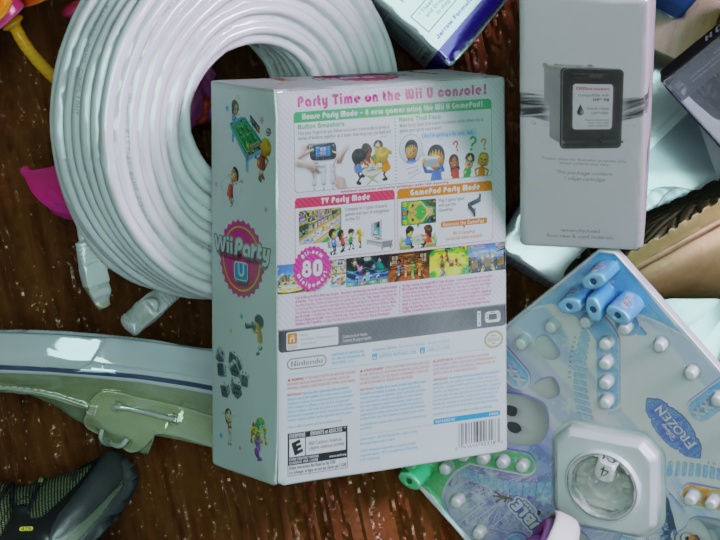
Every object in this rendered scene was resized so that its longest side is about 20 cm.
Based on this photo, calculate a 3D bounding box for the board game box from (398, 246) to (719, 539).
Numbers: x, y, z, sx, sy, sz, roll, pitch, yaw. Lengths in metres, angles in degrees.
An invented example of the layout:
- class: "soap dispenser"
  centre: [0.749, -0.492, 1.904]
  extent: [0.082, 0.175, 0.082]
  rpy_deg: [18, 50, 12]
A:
- class: "board game box"
  centre: [0.130, 0.116, 1.584]
  extent: [0.200, 0.026, 0.200]
  rpy_deg: [48, 125, -1]

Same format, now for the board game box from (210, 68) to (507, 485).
- class: "board game box"
  centre: [0.000, 0.000, 1.518]
  extent: [0.147, 0.064, 0.201]
  rpy_deg: [-5, 100, -35]

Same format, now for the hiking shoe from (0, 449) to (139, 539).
- class: "hiking shoe"
  centre: [-0.220, 0.138, 1.601]
  extent: [0.200, 0.076, 0.101]
  rpy_deg: [-29, 94, -2]

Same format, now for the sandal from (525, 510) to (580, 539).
- class: "sandal"
  centre: [0.046, 0.203, 1.597]
  extent: [0.050, 0.082, 0.203]
  rpy_deg: [36, 105, -3]

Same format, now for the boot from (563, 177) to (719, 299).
- class: "boot"
  centre: [0.226, 0.048, 1.592]
  extent: [0.175, 0.066, 0.200]
  rpy_deg: [-26, 99, -8]

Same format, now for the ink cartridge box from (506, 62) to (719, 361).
- class: "ink cartridge box"
  centre: [0.205, -0.045, 1.641]
  extent: [0.200, 0.041, 0.200]
  rpy_deg: [30, 88, -2]

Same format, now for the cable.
- class: "cable"
  centre: [-0.071, -0.083, 1.537]
  extent: [0.200, 0.069, 0.201]
  rpy_deg: [-31, 117, -28]

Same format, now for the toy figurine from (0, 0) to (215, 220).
- class: "toy figurine"
  centre: [-0.141, -0.115, 1.600]
  extent: [0.200, 0.150, 0.184]
  rpy_deg: [-36, 105, -22]

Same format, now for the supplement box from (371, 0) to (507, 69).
- class: "supplement box"
  centre: [0.002, -0.209, 1.603]
  extent: [0.200, 0.101, 0.103]
  rpy_deg: [40, 87, -2]

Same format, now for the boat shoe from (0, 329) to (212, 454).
- class: "boat shoe"
  centre: [-0.119, 0.069, 1.609]
  extent: [0.199, 0.072, 0.062]
  rpy_deg: [7, 86, -5]

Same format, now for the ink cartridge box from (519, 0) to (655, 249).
- class: "ink cartridge box"
  centre: [0.118, -0.124, 1.513]
  extent: [0.066, 0.116, 0.200]
  rpy_deg: [3, 129, 7]

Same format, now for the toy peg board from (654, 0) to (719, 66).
- class: "toy peg board"
  centre: [0.255, -0.191, 1.592]
  extent: [0.199, 0.098, 0.200]
  rpy_deg: [24, 73, -4]

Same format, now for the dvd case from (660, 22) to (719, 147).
- class: "dvd case"
  centre: [0.277, -0.076, 1.529]
  extent: [0.150, 0.025, 0.200]
  rpy_deg: [-39, 106, 19]
